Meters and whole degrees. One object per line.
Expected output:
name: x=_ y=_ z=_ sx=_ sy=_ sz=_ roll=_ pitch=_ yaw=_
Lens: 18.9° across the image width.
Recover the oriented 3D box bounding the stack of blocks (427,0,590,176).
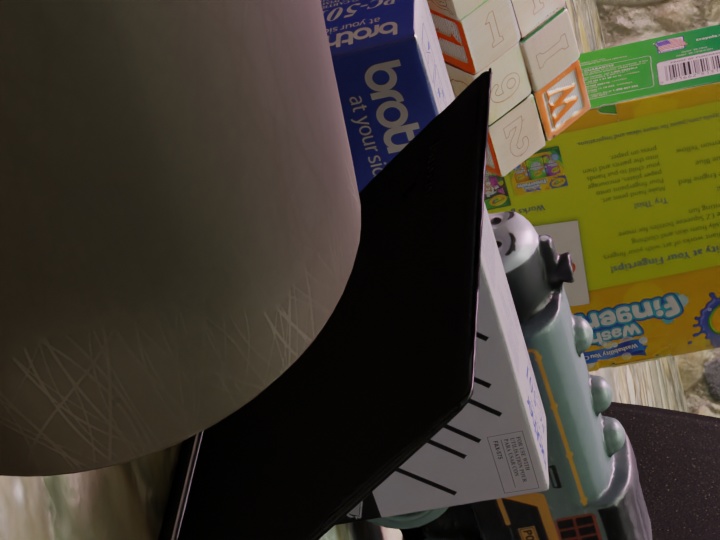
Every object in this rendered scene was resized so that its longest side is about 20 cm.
stack of blocks: x=0.024 y=-0.151 z=0.956 sx=0.115 sy=0.058 sz=0.201 roll=30 pitch=-31 yaw=45

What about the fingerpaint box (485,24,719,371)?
fingerpaint box: x=0.135 y=-0.033 z=1.198 sx=0.073 sy=0.199 sz=0.167 roll=-84 pitch=159 yaw=-58

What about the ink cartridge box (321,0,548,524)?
ink cartridge box: x=0.000 y=0.000 z=0.761 sx=0.044 sy=0.094 sz=0.201 roll=-86 pitch=161 yaw=-53

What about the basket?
basket: x=-0.073 y=-0.069 z=0.371 sx=0.181 sy=0.135 sz=0.201 roll=-97 pitch=173 yaw=-46

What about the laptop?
laptop: x=0.004 y=0.077 z=0.651 sx=0.188 sy=0.115 sz=0.201 roll=-80 pitch=157 yaw=-59

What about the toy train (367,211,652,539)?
toy train: x=0.049 y=0.063 z=0.888 sx=0.085 sy=0.113 sz=0.201 roll=-84 pitch=158 yaw=-57

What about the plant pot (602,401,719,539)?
plant pot: x=0.130 y=0.181 z=1.037 sx=0.200 sy=0.176 sz=0.201 roll=-86 pitch=162 yaw=-51
